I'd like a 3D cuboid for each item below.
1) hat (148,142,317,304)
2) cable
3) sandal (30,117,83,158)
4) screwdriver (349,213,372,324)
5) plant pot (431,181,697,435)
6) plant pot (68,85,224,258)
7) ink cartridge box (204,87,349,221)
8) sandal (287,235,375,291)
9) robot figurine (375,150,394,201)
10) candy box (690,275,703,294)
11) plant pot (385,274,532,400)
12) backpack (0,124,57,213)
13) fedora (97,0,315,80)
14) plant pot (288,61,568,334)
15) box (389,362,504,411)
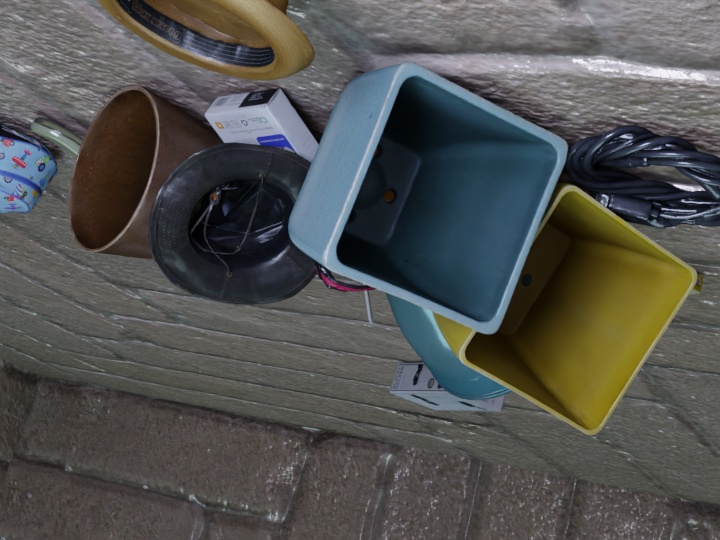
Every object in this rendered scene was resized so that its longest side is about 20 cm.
[{"bbox_3d":[-0.127,-0.058,1.480,0.200,0.201,0.081,22,-163,-25],"label":"hat"},{"bbox_3d":[0.296,-0.086,1.329,0.200,0.051,0.163,15,162,20],"label":"cable"},{"bbox_3d":[-0.325,-0.115,1.742,0.201,0.057,0.080,33,170,-10],"label":"sandal"},{"bbox_3d":[0.000,0.000,1.596,0.028,0.029,0.200,37,148,32],"label":"screwdriver"},{"bbox_3d":[0.185,0.017,1.460,0.200,0.200,0.176,30,-176,-29],"label":"plant pot"},{"bbox_3d":[-0.193,-0.087,1.583,0.200,0.187,0.187,17,167,-36],"label":"plant pot"},{"bbox_3d":[-0.074,-0.105,1.499,0.095,0.037,0.200,-2,133,41],"label":"ink cartridge box"},{"bbox_3d":[-0.010,0.000,1.469,0.075,0.045,0.200,37,-170,30],"label":"sandal"},{"bbox_3d":[-0.019,-0.098,1.569,0.200,0.058,0.145,4,159,38],"label":"robot figurine"},{"bbox_3d":[0.303,0.006,1.697,0.102,0.026,0.200,27,161,-31],"label":"candy box"},{"bbox_3d":[0.117,0.017,1.634,0.200,0.200,0.188,2,146,43],"label":"plant pot"},{"bbox_3d":[-0.501,-0.124,1.830,0.200,0.135,0.183,15,167,-8],"label":"backpack"},{"bbox_3d":[-0.122,-0.229,1.136,0.200,0.082,0.201,20,165,5],"label":"fedora"},{"bbox_3d":[0.041,-0.076,1.354,0.196,0.197,0.200,22,179,-26],"label":"plant pot"},{"bbox_3d":[0.158,0.211,2.555,0.117,0.060,0.200,23,163,-29],"label":"box"}]
